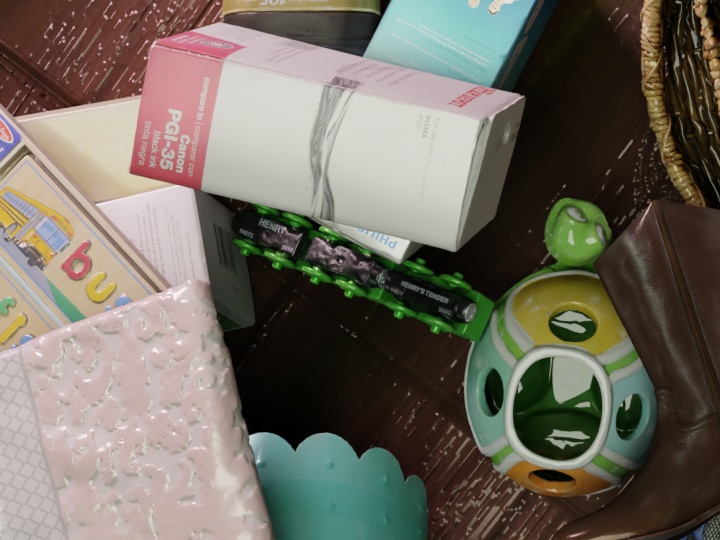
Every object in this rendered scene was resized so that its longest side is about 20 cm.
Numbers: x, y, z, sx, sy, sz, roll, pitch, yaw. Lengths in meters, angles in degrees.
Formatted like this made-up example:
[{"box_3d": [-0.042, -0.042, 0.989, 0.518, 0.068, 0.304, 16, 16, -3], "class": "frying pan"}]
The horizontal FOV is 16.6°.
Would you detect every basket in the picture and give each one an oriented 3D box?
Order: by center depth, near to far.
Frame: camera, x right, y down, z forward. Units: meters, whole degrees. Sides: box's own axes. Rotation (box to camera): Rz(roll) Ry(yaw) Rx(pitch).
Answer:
[{"box_3d": [0.248, -0.112, 1.538, 0.142, 0.149, 0.200, -12, 97, 12], "class": "basket"}]

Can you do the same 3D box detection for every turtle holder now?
[{"box_3d": [0.143, 0.060, 1.592, 0.141, 0.132, 0.186, 33, 103, 4], "class": "turtle holder"}]

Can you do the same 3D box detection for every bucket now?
[{"box_3d": [-0.051, 0.213, 1.603, 0.207, 0.207, 0.135, -12, 52, 12], "class": "bucket"}]

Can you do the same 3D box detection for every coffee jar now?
[{"box_3d": [-0.038, -0.225, 1.590, 0.104, 0.085, 0.201, -1, 90, 2], "class": "coffee jar"}]

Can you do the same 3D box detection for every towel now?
[{"box_3d": [-0.153, 0.126, 1.515, 0.191, 0.032, 0.200, -18, 80, 19], "class": "towel"}]

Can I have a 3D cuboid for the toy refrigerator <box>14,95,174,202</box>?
[{"box_3d": [-0.148, -0.081, 1.653, 0.199, 0.076, 0.070, -9, 97, 11], "class": "toy refrigerator"}]

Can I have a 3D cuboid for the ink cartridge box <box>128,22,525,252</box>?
[{"box_3d": [-0.016, -0.080, 1.443, 0.200, 0.147, 0.083, 14, 102, 10], "class": "ink cartridge box"}]

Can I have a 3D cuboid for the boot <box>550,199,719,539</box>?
[{"box_3d": [0.171, 0.066, 1.503, 0.186, 0.064, 0.200, -17, 80, -10], "class": "boot"}]

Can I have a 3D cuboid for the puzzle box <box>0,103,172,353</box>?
[{"box_3d": [-0.222, -0.001, 1.592, 0.133, 0.025, 0.200, -46, 72, 2], "class": "puzzle box"}]

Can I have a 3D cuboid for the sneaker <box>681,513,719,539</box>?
[{"box_3d": [0.217, 0.181, 1.572, 0.078, 0.075, 0.200, 15, 104, -8], "class": "sneaker"}]

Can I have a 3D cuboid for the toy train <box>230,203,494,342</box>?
[{"box_3d": [0.000, 0.000, 1.616, 0.200, 0.056, 0.042, 22, 86, 33], "class": "toy train"}]

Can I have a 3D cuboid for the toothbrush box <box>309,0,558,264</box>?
[{"box_3d": [0.047, -0.116, 1.576, 0.085, 0.146, 0.200, 28, 104, 6], "class": "toothbrush box"}]

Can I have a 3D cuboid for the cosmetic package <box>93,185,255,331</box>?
[{"box_3d": [-0.184, 0.010, 1.649, 0.200, 0.108, 0.085, -14, 76, 13], "class": "cosmetic package"}]
